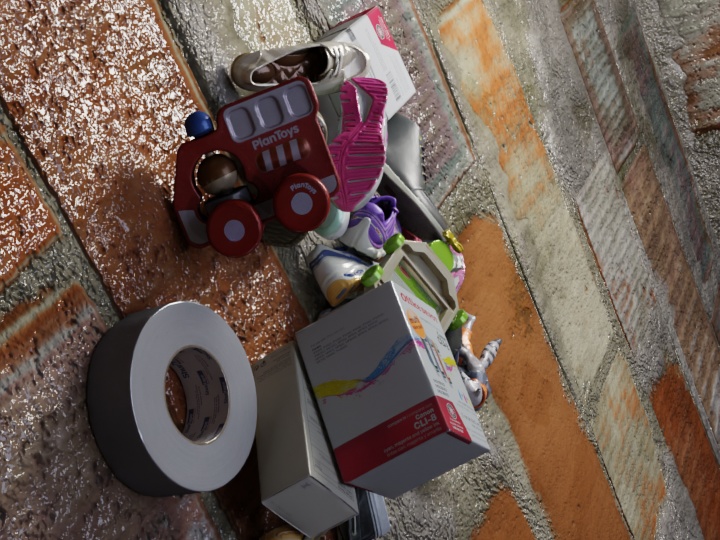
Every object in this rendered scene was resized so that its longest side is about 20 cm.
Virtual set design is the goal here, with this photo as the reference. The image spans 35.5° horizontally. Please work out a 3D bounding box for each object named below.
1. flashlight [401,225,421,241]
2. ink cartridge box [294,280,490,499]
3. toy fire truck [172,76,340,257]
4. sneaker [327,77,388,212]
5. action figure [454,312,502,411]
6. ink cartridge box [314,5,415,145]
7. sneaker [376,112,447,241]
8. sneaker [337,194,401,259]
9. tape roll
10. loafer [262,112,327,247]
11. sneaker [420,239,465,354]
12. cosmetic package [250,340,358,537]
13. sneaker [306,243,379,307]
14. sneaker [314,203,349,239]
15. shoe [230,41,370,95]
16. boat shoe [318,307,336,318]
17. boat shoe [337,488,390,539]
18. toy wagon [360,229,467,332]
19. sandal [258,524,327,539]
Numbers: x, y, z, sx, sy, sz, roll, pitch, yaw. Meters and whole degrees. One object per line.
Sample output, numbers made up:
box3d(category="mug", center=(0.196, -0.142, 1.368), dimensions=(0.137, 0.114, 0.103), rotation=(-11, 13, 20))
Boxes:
box3d(category="flashlight", center=(0.082, -0.020, 1.704), dimensions=(0.068, 0.067, 0.203), rotation=(13, 69, -61))
box3d(category="ink cartridge box", center=(0.037, 0.143, 1.338), dimensions=(0.145, 0.144, 0.202), rotation=(33, 31, -59))
box3d(category="toy fire truck", center=(-0.126, -0.117, 1.303), dimensions=(0.112, 0.198, 0.170), rotation=(-100, 170, -80))
box3d(category="sneaker", center=(0.001, -0.153, 1.473), dimensions=(0.089, 0.080, 0.202), rotation=(85, 15, -57))
box3d(category="action figure", center=(0.166, 0.133, 1.706), dimensions=(0.194, 0.103, 0.202), rotation=(-76, 170, -62))
box3d(category="ink cartridge box", center=(-0.014, -0.276, 1.632), dimensions=(0.146, 0.083, 0.200), rotation=(64, 34, -18))
box3d(category="sneaker", center=(0.081, -0.140, 1.665), dimensions=(0.106, 0.075, 0.200), rotation=(-43, 96, -26))
box3d(category="sneaker", center=(0.031, -0.066, 1.574), dimensions=(0.080, 0.084, 0.200), rotation=(31, 10, 6))
box3d(category="tape roll", center=(-0.197, 0.137, 1.200), dimensions=(0.200, 0.066, 0.203), rotation=(29, 54, -50))
box3d(category="loafer", center=(-0.079, -0.118, 1.404), dimensions=(0.075, 0.201, 0.068), rotation=(18, 34, -5))
box3d(category="sneaker", center=(0.099, 0.049, 1.611), dimensions=(0.079, 0.087, 0.202), rotation=(13, 56, -8))
box3d(category="cosmetic package", center=(-0.068, 0.195, 1.316), dimensions=(0.104, 0.073, 0.201), rotation=(46, 23, -38))
box3d(category="sneaker", center=(0.000, 0.000, 1.553), dimensions=(0.088, 0.075, 0.199), rotation=(53, 18, 21))
box3d(category="sneaker", center=(-0.085, -0.135, 1.472), dimensions=(0.118, 0.073, 0.203), rotation=(-2, 70, -64))
box3d(category="shoe", center=(-0.070, -0.262, 1.474), dimensions=(0.198, 0.053, 0.071), rotation=(-11, 104, -25))
box3d(category="boat shoe", center=(0.025, 0.106, 1.546), dimensions=(0.202, 0.085, 0.075), rotation=(43, 44, -43))
box3d(category="boat shoe", center=(-0.021, 0.258, 1.424), dimensions=(0.070, 0.072, 0.202), rotation=(-23, 99, -24))
box3d(category="toy wagon", center=(0.081, 0.024, 1.512), dimensions=(0.155, 0.039, 0.201), rotation=(49, 47, -17))
box3d(category="sandal", center=(-0.088, 0.316, 1.303), dimensions=(0.054, 0.080, 0.200), rotation=(53, 34, -6))
